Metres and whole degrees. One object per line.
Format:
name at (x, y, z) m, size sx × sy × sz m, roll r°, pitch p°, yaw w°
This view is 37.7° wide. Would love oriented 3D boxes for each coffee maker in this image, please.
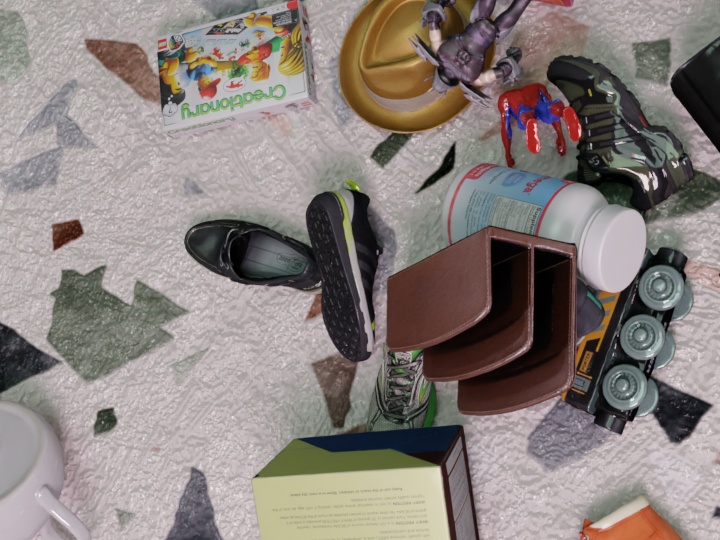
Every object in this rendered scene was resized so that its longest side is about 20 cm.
coffee maker at (0.393, -0.129, 1.042) m, size 0.190 × 0.135 × 0.202 m, roll -28°, pitch 67°, yaw 1°

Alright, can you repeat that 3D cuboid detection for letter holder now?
letter holder at (0.110, 0.059, 1.012) m, size 0.099 × 0.199 × 0.145 m, roll 10°, pitch 72°, yaw -24°

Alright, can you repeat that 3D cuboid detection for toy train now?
toy train at (0.266, 0.064, 1.089) m, size 0.113 × 0.085 × 0.203 m, roll 20°, pitch 87°, yaw 30°

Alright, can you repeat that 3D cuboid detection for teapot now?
teapot at (-0.433, 0.265, 1.253) m, size 0.194 × 0.148 × 0.201 m, roll -16°, pitch 44°, yaw -11°

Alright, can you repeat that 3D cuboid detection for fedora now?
fedora at (0.056, -0.259, 1.210) m, size 0.197 × 0.082 × 0.204 m, roll -4°, pitch 79°, yaw 18°

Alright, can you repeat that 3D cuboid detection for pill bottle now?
pill bottle at (0.186, -0.042, 1.083) m, size 0.198 × 0.108 × 0.110 m, roll 19°, pitch 86°, yaw 43°

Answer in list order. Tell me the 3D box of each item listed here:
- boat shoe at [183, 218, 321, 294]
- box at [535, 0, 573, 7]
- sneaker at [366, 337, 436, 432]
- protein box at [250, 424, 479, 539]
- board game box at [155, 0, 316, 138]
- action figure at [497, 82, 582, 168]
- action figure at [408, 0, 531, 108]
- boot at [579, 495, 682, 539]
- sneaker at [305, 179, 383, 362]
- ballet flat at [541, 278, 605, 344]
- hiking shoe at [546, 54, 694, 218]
boat shoe at (-0.130, -0.020, 1.239) m, size 0.197 × 0.066 × 0.076 m, roll 21°, pitch 88°, yaw 20°
box at (0.213, -0.413, 1.180) m, size 0.101 × 0.095 × 0.203 m, roll 16°, pitch 86°, yaw 19°
sneaker at (0.045, 0.111, 1.149) m, size 0.077 × 0.085 × 0.204 m, roll 11°, pitch 84°, yaw 20°
protein box at (0.015, 0.281, 1.074) m, size 0.195 × 0.135 × 0.204 m, roll -7°, pitch 96°, yaw 17°
board game box at (-0.156, -0.248, 1.305) m, size 0.197 × 0.035 × 0.129 m, roll -11°, pitch 78°, yaw 16°
action figure at (0.187, -0.140, 1.114) m, size 0.064 × 0.200 × 0.100 m, roll -14°, pitch 111°, yaw 3°
action figure at (0.136, -0.262, 1.119) m, size 0.129 × 0.070 × 0.200 m, roll 32°, pitch 119°, yaw -15°
boot at (0.234, 0.313, 1.062) m, size 0.199 × 0.075 × 0.108 m, roll -34°, pitch 69°, yaw 1°
sneaker at (0.000, 0.000, 1.190) m, size 0.071 × 0.082 × 0.204 m, roll 2°, pitch 104°, yaw 51°
ballet flat at (0.176, 0.068, 1.066) m, size 0.200 × 0.072 × 0.074 m, roll -42°, pitch 63°, yaw 54°
hiking shoe at (0.257, -0.144, 1.128) m, size 0.101 × 0.076 × 0.200 m, roll -43°, pitch 71°, yaw 3°
